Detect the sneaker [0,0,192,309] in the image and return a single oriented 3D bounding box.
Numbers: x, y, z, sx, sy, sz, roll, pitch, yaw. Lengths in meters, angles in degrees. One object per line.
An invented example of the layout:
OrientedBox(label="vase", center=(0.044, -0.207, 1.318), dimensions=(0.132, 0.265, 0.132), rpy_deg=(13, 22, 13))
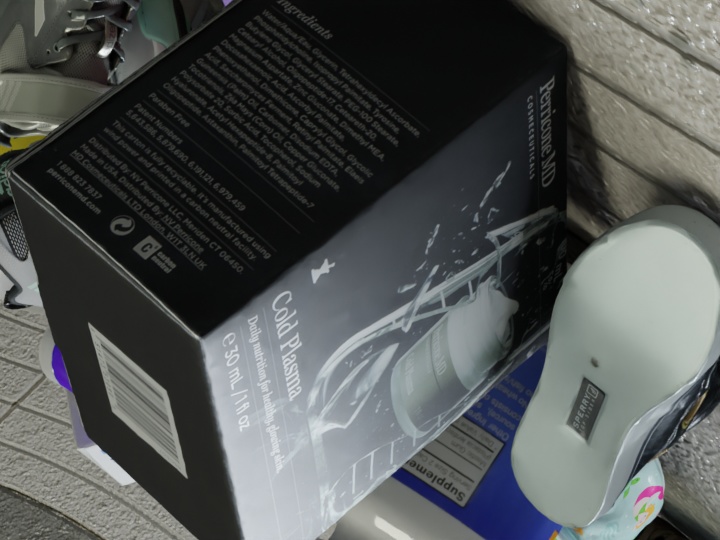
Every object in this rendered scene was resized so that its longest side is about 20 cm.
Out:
OrientedBox(label="sneaker", center=(-0.154, -0.054, 1.215), dimensions=(0.078, 0.139, 0.201), rpy_deg=(-93, 6, -57))

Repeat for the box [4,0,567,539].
OrientedBox(label="box", center=(-0.022, -0.008, 1.009), dimensions=(0.124, 0.196, 0.200), rpy_deg=(38, 156, 27))

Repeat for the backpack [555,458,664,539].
OrientedBox(label="backpack", center=(0.069, 0.097, 1.352), dimensions=(0.200, 0.151, 0.178), rpy_deg=(36, 162, 16))

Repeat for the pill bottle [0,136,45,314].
OrientedBox(label="pill bottle", center=(-0.164, -0.084, 1.393), dimensions=(0.112, 0.112, 0.201), rpy_deg=(70, -166, -69))

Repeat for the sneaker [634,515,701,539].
OrientedBox(label="sneaker", center=(0.198, 0.184, 1.452), dimensions=(0.200, 0.070, 0.076), rpy_deg=(37, 149, 25))

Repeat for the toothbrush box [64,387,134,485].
OrientedBox(label="toothbrush box", center=(-0.110, 0.009, 1.454), dimensions=(0.085, 0.146, 0.201), rpy_deg=(55, -162, -64))

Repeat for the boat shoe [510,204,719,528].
OrientedBox(label="boat shoe", center=(0.128, 0.025, 1.040), dimensions=(0.071, 0.091, 0.201), rpy_deg=(41, 143, 15))

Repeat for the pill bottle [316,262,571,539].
OrientedBox(label="pill bottle", center=(0.053, 0.092, 1.163), dimensions=(0.112, 0.200, 0.112), rpy_deg=(32, 174, 4))

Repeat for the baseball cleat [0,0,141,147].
OrientedBox(label="baseball cleat", center=(-0.114, -0.124, 1.107), dimensions=(0.070, 0.200, 0.107), rpy_deg=(9, -123, -33))

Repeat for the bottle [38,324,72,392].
OrientedBox(label="bottle", center=(-0.099, 0.071, 1.322), dimensions=(0.200, 0.065, 0.084), rpy_deg=(22, 167, 41))

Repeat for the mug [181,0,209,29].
OrientedBox(label="mug", center=(-0.170, -0.156, 1.255), dimensions=(0.175, 0.148, 0.200), rpy_deg=(23, 164, -3))

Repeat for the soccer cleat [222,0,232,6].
OrientedBox(label="soccer cleat", center=(-0.022, -0.116, 1.077), dimensions=(0.076, 0.067, 0.200), rpy_deg=(29, 160, 39))
